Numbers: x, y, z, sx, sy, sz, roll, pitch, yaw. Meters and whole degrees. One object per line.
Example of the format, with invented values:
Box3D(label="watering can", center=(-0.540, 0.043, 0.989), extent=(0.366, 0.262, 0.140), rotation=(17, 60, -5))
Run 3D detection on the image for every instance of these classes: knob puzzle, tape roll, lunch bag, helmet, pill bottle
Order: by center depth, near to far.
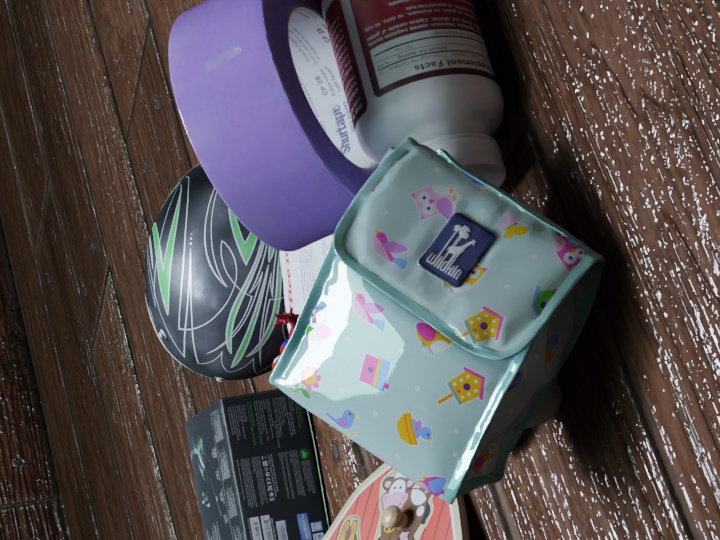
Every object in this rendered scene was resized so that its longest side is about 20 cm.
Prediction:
Box3D(label="lunch bag", center=(0.056, 0.030, 1.259), extent=(0.170, 0.122, 0.200), rotation=(34, 112, 21))
Box3D(label="pill bottle", center=(0.041, -0.149, 1.362), extent=(0.113, 0.113, 0.200), rotation=(124, 135, -62))
Box3D(label="tape roll", center=(-0.054, -0.121, 1.379), extent=(0.200, 0.085, 0.200), rotation=(52, -155, -37))
Box3D(label="knob puzzle", center=(0.017, 0.235, 1.545), extent=(0.220, 0.030, 0.220), rotation=(-36, 39, 35))
Box3D(label="helmet", center=(-0.112, -0.002, 1.735), extent=(0.191, 0.200, 0.200), rotation=(-106, 18, -58))

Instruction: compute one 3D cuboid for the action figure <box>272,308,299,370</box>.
Box3D(label="action figure", center=(-0.041, 0.062, 1.518), extent=(0.200, 0.052, 0.065), rotation=(138, 115, -71))

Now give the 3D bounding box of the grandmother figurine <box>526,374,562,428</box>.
Box3D(label="grandmother figurine", center=(0.091, 0.084, 1.394), extent=(0.121, 0.061, 0.200), rotation=(58, 162, -14))

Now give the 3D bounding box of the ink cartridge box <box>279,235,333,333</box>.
Box3D(label="ink cartridge box", center=(0.000, 0.000, 1.570), extent=(0.200, 0.084, 0.145), rotation=(-163, 66, -69))

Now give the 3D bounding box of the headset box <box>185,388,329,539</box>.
Box3D(label="headset box", center=(-0.114, 0.227, 1.960), extent=(0.200, 0.093, 0.174), rotation=(142, 118, -68))
